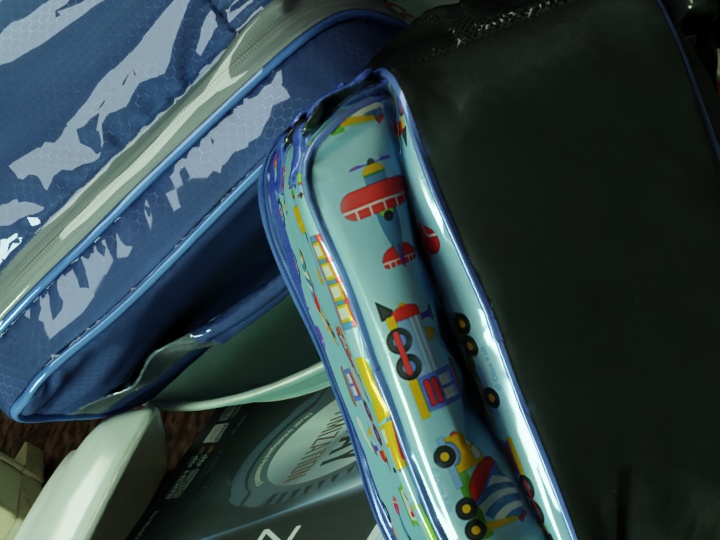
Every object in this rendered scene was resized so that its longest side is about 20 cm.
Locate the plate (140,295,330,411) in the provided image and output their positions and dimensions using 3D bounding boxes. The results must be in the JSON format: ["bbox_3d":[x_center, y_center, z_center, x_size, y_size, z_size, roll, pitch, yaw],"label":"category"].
[{"bbox_3d":[0.000,0.000,0.952,0.200,0.026,0.200,-28,20,11],"label":"plate"}]

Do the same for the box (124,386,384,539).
[{"bbox_3d":[-0.012,0.090,0.884,0.160,0.044,0.200,-13,33,44],"label":"box"}]

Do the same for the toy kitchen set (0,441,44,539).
[{"bbox_3d":[-0.251,0.134,1.035,0.200,0.163,0.180,-60,9,1],"label":"toy kitchen set"}]

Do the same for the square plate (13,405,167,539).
[{"bbox_3d":[-0.131,0.145,0.951,0.198,0.028,0.200,-61,-2,-11],"label":"square plate"}]

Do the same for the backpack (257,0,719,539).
[{"bbox_3d":[0.051,0.009,0.750,0.134,0.183,0.200,-21,5,-7],"label":"backpack"}]

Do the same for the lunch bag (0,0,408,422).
[{"bbox_3d":[-0.062,-0.043,0.855,0.200,0.136,0.132,-43,80,13],"label":"lunch bag"}]

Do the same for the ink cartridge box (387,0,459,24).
[{"bbox_3d":[-0.008,-0.141,1.008,0.200,0.145,0.084,14,78,51],"label":"ink cartridge box"}]

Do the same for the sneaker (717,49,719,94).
[{"bbox_3d":[0.137,-0.075,0.732,0.200,0.070,0.094,54,139,35],"label":"sneaker"}]
